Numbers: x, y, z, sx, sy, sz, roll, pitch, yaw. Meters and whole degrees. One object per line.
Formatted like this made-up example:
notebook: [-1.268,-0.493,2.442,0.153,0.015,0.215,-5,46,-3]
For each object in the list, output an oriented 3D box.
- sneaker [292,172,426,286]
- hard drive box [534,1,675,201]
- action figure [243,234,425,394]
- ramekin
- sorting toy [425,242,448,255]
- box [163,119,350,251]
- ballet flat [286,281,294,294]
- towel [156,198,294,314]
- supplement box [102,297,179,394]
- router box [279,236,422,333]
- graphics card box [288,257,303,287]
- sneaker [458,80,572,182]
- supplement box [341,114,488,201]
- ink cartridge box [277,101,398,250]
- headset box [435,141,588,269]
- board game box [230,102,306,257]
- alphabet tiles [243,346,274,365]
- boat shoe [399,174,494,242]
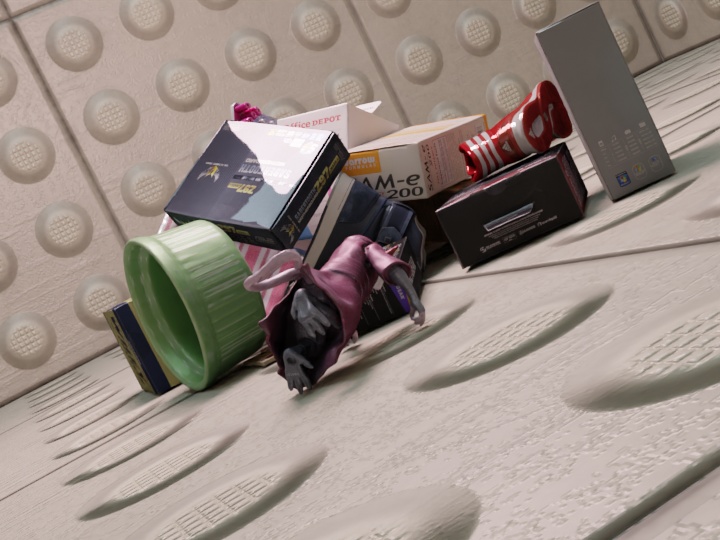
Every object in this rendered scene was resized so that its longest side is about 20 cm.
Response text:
sneaker: [0.000,0.000,1.367,0.077,0.146,0.203,-77,11,-76]
hard drive box: [0.270,-0.190,1.240,0.077,0.200,0.156,-26,6,12]
action figure: [-0.027,0.018,1.023,0.134,0.149,0.200,-30,15,37]
ramekin: [-0.199,0.036,1.350,0.098,0.201,0.200,-26,4,-27]
sorting toy: [0.076,-0.033,1.573,0.200,0.037,0.185,-25,5,16]
box: [-0.132,-0.110,1.386,0.200,0.051,0.158,12,62,40]
ballet flat: [-0.042,0.001,1.499,0.069,0.070,0.200,-30,-7,-34]
towel: [-0.188,-0.004,1.496,0.030,0.200,0.147,-38,31,50]
supplement box: [-0.251,0.072,1.614,0.199,0.135,0.200,-28,5,-17]
router box: [-0.013,0.030,1.232,0.157,0.052,0.200,-24,7,10]
graphics card box: [-0.064,-0.051,1.705,0.125,0.051,0.201,125,169,-80]
sneaker: [0.180,-0.168,1.331,0.115,0.079,0.200,-22,4,28]
supplement box: [0.076,-0.145,1.446,0.126,0.074,0.200,-4,14,35]
ink cartridge box: [-0.031,-0.133,1.512,0.128,0.201,0.125,-8,-12,35]
headset box: [0.178,-0.077,1.269,0.148,0.077,0.200,-25,6,16]
board game box: [-0.102,-0.123,1.563,0.026,0.201,0.200,-15,-17,33]
alphabet tiles: [-0.044,0.067,1.339,0.200,0.006,0.166,-28,5,-19]
boat shoe: [0.141,-0.085,1.455,0.199,0.072,0.065,-9,18,6]
